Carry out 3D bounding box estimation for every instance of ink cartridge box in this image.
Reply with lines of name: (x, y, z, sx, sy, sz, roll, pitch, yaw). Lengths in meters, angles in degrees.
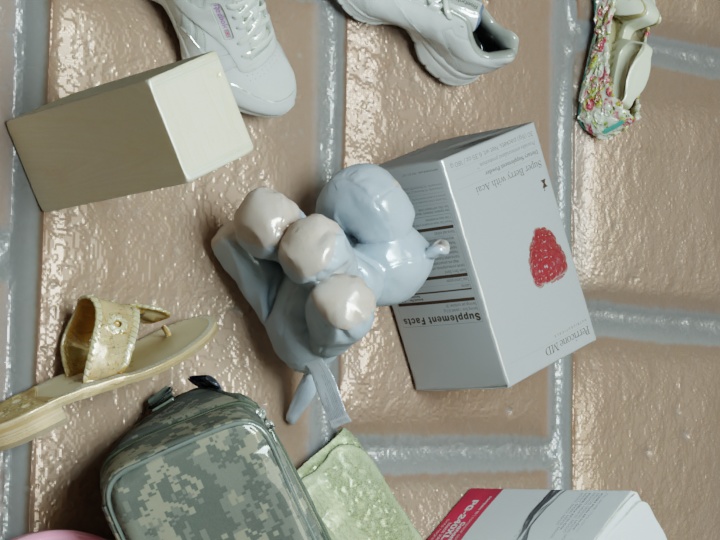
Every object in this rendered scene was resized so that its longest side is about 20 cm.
ink cartridge box: (0.172, 0.266, 1.527, 0.083, 0.200, 0.145, -43, 112, -34)

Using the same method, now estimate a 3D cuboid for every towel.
towel: (-0.006, 0.247, 1.491, 0.148, 0.036, 0.200, -45, 113, -32)

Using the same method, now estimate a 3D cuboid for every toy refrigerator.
toy refrigerator: (-0.166, -0.098, 1.288, 0.070, 0.200, 0.076, -30, 104, -37)

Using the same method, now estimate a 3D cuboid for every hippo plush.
hippo plush: (0.000, 0.000, 1.431, 0.161, 0.159, 0.200, -32, 105, -29)

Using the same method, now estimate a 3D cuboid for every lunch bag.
lunch bag: (-0.104, 0.189, 1.333, 0.139, 0.168, 0.200, -26, 100, -6)

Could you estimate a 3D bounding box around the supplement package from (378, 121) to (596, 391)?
supplement package: (0.099, -0.010, 1.546, 0.121, 0.120, 0.200, -25, 101, -39)

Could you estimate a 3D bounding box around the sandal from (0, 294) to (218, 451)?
sandal: (-0.198, 0.054, 1.327, 0.212, 0.078, 0.070, -30, 110, -32)

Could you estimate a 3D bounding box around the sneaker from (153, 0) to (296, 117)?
sneaker: (-0.107, -0.201, 1.411, 0.200, 0.100, 0.075, 52, 55, -24)

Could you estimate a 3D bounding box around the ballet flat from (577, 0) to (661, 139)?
ballet flat: (0.258, -0.221, 1.732, 0.076, 0.064, 0.200, 19, 74, -36)

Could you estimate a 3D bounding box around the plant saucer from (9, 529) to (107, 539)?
plant saucer: (-0.229, 0.288, 1.297, 0.200, 0.051, 0.201, 5, 82, -39)

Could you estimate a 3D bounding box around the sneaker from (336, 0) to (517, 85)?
sneaker: (0.056, -0.234, 1.545, 0.200, 0.087, 0.075, 29, 69, -32)
